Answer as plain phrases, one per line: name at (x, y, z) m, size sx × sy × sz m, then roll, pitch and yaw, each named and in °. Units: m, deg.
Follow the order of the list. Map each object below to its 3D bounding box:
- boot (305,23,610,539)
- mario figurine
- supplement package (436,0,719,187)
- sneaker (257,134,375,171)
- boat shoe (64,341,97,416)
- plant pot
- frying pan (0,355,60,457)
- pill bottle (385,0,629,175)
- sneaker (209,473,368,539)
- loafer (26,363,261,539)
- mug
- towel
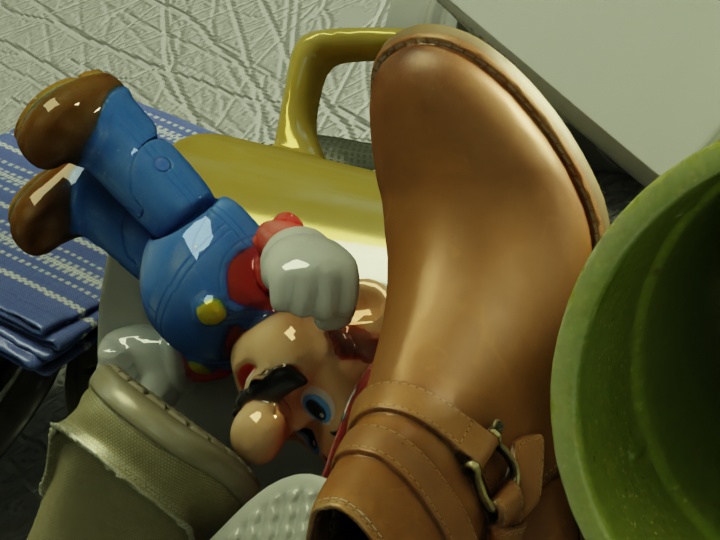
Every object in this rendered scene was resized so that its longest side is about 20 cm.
boot at (0.018, 0.037, 0.864) m, size 0.076 × 0.201 × 0.155 m, roll 2°, pitch 26°, yaw 32°
mario figurine at (-0.053, 0.019, 0.963) m, size 0.200 × 0.123 × 0.106 m, roll 37°, pitch 91°, yaw 19°
supplement package at (0.143, -0.131, 1.050) m, size 0.192 × 0.147 × 0.200 m, roll -50°, pitch -17°, yaw 5°
sneaker at (0.016, -0.032, 1.256) m, size 0.090 × 0.067 × 0.200 m, roll -15°, pitch 14°, yaw -25°
boat shoe at (-0.076, 0.028, 1.197) m, size 0.074 × 0.069 × 0.201 m, roll -12°, pitch 31°, yaw 18°
plant pot at (0.180, 0.019, 0.912) m, size 0.199 × 0.201 × 0.190 m, roll -11°, pitch 15°, yaw 20°
frying pan at (-0.186, 0.078, 1.177) m, size 0.190 × 0.031 × 0.115 m, roll -44°, pitch 18°, yaw 27°
pill bottle at (0.111, -0.104, 1.262) m, size 0.114 × 0.115 × 0.199 m, roll -37°, pitch 30°, yaw -30°
sneaker at (-0.058, 0.151, 0.940) m, size 0.199 × 0.079 × 0.079 m, roll -35°, pitch 55°, yaw 17°
loafer at (-0.085, 0.098, 0.982) m, size 0.075 × 0.200 × 0.068 m, roll 35°, pitch 69°, yaw 11°
mug at (-0.004, 0.007, 1.070) m, size 0.152 × 0.188 × 0.149 m, roll 5°, pitch 17°, yaw 28°
towel at (-0.122, -0.021, 1.167) m, size 0.144 × 0.024 × 0.200 m, roll 24°, pitch 33°, yaw 29°
